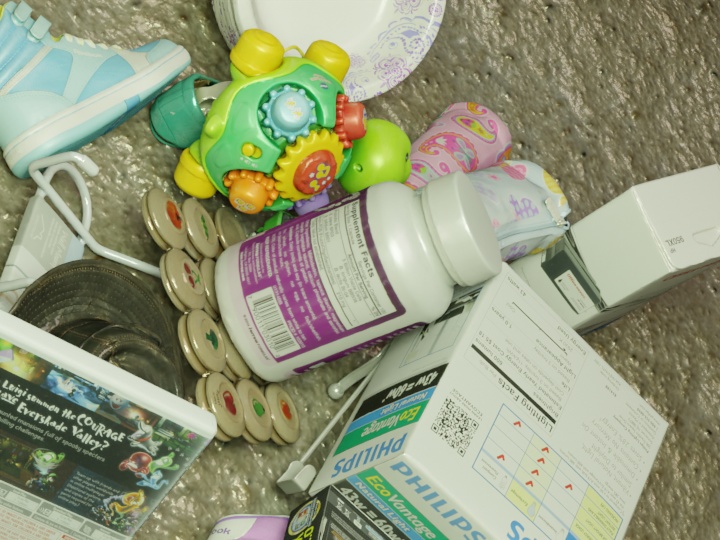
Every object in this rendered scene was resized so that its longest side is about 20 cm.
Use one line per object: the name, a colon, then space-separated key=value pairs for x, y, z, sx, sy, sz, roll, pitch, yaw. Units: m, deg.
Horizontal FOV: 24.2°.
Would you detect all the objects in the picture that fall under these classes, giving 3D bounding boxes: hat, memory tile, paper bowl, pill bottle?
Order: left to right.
hat: x=-0.164 y=0.096 z=1.126 sx=0.200 sy=0.081 sz=0.202 roll=-9 pitch=102 yaw=-50
memory tile: x=-0.103 y=0.036 z=1.274 sx=0.153 sy=0.017 sz=0.201 roll=22 pitch=47 yaw=-66
paper bowl: x=-0.033 y=-0.249 z=1.453 sx=0.199 sy=0.104 sz=0.202 roll=-6 pitch=104 yaw=-24
pill bottle: x=0.000 y=0.000 z=1.258 sx=0.113 sy=0.199 sz=0.113 roll=57 pitch=19 yaw=-33

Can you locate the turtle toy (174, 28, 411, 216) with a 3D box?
turtle toy: x=-0.043 y=-0.101 z=1.324 sx=0.199 sy=0.146 sz=0.101 roll=1 pitch=35 yaw=-46

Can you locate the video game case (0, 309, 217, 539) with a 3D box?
video game case: x=-0.221 y=0.118 z=1.058 sx=0.199 sy=0.182 sz=0.023 roll=29 pitch=24 yaw=-24

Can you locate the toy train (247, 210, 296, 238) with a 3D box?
toy train: x=-0.003 y=0.007 z=1.397 sx=0.199 sy=0.056 sz=0.042 roll=25 pitch=51 yaw=-27

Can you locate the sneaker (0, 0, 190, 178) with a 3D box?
sneaker: x=-0.225 y=-0.167 z=1.295 sx=0.131 sy=0.079 sz=0.200 roll=53 pitch=42 yaw=-3

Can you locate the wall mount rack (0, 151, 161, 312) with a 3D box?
wall mount rack: x=-0.193 y=0.016 z=1.220 sx=0.174 sy=0.074 sz=0.201 roll=54 pitch=36 yaw=-43

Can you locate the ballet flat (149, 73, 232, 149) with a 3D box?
ballet flat: x=-0.078 y=-0.120 z=1.399 sx=0.199 sy=0.070 sz=0.068 roll=9 pitch=59 yaw=-37

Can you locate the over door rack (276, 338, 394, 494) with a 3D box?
over door rack: x=0.027 y=0.153 z=1.330 sx=0.148 sy=0.067 sz=0.200 roll=46 pitch=50 yaw=-10

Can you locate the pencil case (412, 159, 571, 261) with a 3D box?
pencil case: x=0.097 y=-0.037 z=1.389 sx=0.090 sy=0.084 sz=0.200 roll=30 pitch=25 yaw=25

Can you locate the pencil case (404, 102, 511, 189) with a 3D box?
pencil case: x=0.057 y=-0.076 z=1.482 sx=0.088 sy=0.087 sz=0.200 roll=51 pitch=45 yaw=-4

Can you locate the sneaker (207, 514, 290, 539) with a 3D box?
sneaker: x=-0.029 y=0.245 z=1.222 sx=0.200 sy=0.073 sz=0.115 roll=35 pitch=44 yaw=-20

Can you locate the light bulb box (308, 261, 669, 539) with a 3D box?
light bulb box: x=0.101 y=0.141 z=1.264 sx=0.198 sy=0.125 sz=0.200 roll=43 pitch=51 yaw=-14

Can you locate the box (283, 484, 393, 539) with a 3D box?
box: x=0.021 y=0.267 z=1.159 sx=0.200 sy=0.044 sz=0.161 roll=44 pitch=28 yaw=-18

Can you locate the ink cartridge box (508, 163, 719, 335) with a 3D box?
ink cartridge box: x=0.231 y=-0.008 z=1.503 sx=0.144 sy=0.200 sz=0.085 roll=-16 pitch=77 yaw=-45
